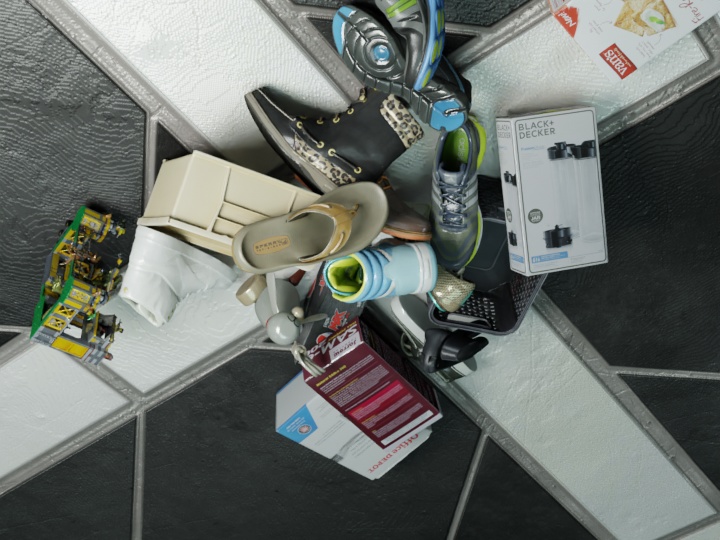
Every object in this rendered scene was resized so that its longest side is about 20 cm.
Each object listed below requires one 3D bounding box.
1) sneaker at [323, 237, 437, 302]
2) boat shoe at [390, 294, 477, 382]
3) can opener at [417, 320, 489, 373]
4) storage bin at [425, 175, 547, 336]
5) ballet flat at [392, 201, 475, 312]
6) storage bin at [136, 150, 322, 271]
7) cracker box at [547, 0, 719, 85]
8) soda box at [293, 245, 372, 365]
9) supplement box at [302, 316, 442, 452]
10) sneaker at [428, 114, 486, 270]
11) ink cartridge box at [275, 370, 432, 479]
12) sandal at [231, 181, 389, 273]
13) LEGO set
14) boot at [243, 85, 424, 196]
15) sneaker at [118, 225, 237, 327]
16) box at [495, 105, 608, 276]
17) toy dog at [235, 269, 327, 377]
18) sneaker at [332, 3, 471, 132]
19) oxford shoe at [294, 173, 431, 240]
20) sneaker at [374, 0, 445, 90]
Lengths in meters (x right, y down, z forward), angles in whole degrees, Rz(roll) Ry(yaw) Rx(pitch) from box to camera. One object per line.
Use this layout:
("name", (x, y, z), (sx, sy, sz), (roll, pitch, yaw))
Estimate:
("sneaker", (0.000, 0.000, 1.454), (0.130, 0.080, 0.200), (-6, 177, -23))
("boat shoe", (0.096, 0.108, 1.711), (0.064, 0.071, 0.200), (-31, 129, 20))
("can opener", (0.141, 0.110, 1.653), (0.078, 0.200, 0.064), (23, 104, 22))
("storage bin", (0.178, -0.018, 1.590), (0.134, 0.094, 0.201), (10, 131, -14))
("ballet flat", (0.085, -0.039, 1.522), (0.075, 0.200, 0.068), (-43, 159, 18))
("storage bin", (-0.155, -0.069, 1.443), (0.198, 0.200, 0.094), (20, 84, -20))
("cracker box", (0.336, -0.327, 1.346), (0.200, 0.058, 0.134), (-35, 125, 25))
("soda box", (-0.039, 0.050, 1.647), (0.063, 0.071, 0.200), (10, 131, -18))
("supplement box", (0.017, 0.166, 1.662), (0.109, 0.061, 0.200), (-34, 126, 15))
("sneaker", (0.115, -0.101, 1.452), (0.073, 0.081, 0.201), (1, 91, 16))
("ink cartridge box", (-0.011, 0.223, 1.796), (0.200, 0.084, 0.145), (31, 121, -27))
("sandal", (-0.052, -0.048, 1.342), (0.199, 0.081, 0.054), (-19, 178, -18))
("LEGO set", (-0.347, 0.025, 1.521), (0.116, 0.200, 0.154), (26, 120, -27))
("boot", (-0.032, -0.181, 1.428), (0.150, 0.200, 0.073), (-42, 169, -5))
("sneaker", (-0.248, 0.022, 1.544), (0.073, 0.116, 0.200), (14, 172, 33))
("box", (0.242, -0.102, 1.463), (0.116, 0.060, 0.201), (-8, 99, -11))
("toy dog", (-0.096, 0.045, 1.581), (0.096, 0.200, 0.132), (-48, 126, -1))
("sneaker", (0.051, -0.249, 1.392), (0.200, 0.082, 0.073), (40, 128, -10))
("oxford shoe", (0.010, -0.104, 1.466), (0.199, 0.071, 0.073), (31, 109, 13))
("sneaker", (0.050, -0.305, 1.310), (0.082, 0.071, 0.201), (-6, 103, 15))
